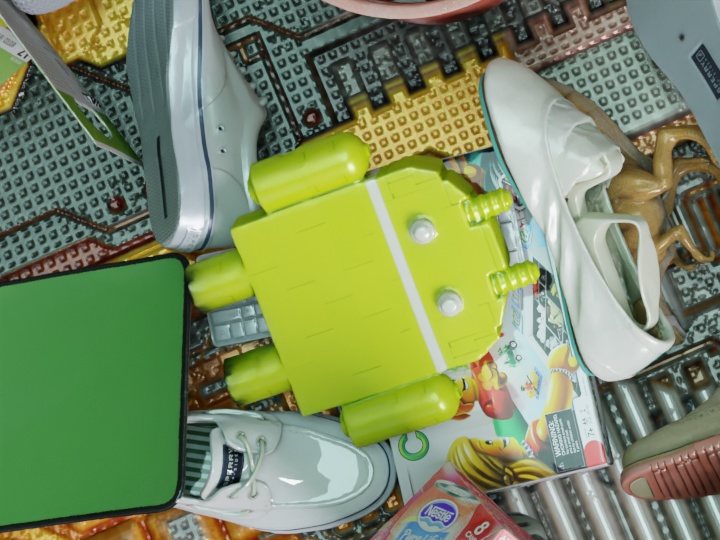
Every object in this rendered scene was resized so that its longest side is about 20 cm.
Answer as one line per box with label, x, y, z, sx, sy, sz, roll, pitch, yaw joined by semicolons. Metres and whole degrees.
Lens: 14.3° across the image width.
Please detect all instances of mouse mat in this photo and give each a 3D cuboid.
mouse mat;-0.190;0.077;1.712;0.199;0.008;0.162;-10;66;24

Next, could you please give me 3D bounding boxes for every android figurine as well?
android figurine;0.004;0.009;1.673;0.199;0.041;0.183;-17;102;13

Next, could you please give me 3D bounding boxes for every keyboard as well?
keyboard;0.000;0.000;1.708;0.199;0.011;0.057;-11;85;16

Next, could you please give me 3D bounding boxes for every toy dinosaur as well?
toy dinosaur;0.160;-0.055;1.703;0.106;0.060;0.201;-23;83;6

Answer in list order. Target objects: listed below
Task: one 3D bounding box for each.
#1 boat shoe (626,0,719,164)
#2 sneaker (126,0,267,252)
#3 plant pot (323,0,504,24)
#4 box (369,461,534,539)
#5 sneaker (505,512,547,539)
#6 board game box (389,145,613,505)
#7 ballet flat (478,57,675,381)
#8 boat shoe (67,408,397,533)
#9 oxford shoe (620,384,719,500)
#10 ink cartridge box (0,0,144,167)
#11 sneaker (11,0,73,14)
boat shoe;0.228;-0.129;1.701;0.071;0.090;0.201;-47;53;38
sneaker;-0.095;-0.105;1.738;0.070;0.073;0.201;4;74;-30
plant pot;0.035;-0.230;1.662;0.199;0.195;0.202;-1;85;7
box;0.094;0.217;1.625;0.095;0.103;0.200;-45;115;2
sneaker;0.032;0.217;1.702;0.199;0.075;0.079;-34;102;5
board game box;0.067;0.032;1.714;0.125;0.035;0.201;-14;84;12
ballet flat;0.133;-0.035;1.665;0.069;0.069;0.201;-20;94;5
boat shoe;-0.079;0.120;1.713;0.199;0.067;0.074;0;86;7
oxford shoe;0.239;0.074;1.690;0.199;0.071;0.074;-22;62;2
ink cartridge box;-0.228;-0.122;1.707;0.076;0.148;0.200;-40;83;3
sneaker;-0.161;-0.255;1.747;0.200;0.076;0.114;-41;70;-10
